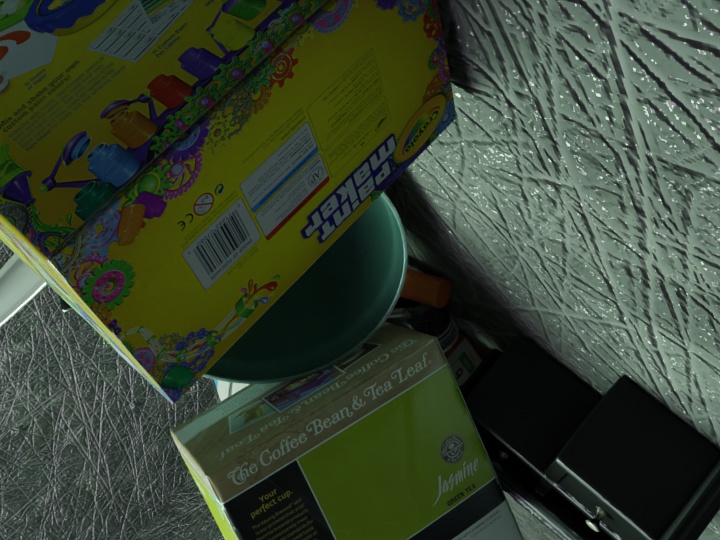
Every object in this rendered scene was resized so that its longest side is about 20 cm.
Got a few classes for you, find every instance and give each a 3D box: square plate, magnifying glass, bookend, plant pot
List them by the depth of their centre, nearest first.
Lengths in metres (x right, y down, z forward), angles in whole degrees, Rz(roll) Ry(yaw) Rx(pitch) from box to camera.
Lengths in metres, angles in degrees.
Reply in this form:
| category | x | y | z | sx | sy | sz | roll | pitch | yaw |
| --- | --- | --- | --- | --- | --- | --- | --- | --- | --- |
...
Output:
| category | x | y | z | sx | sy | sz | roll | pitch | yaw |
| --- | --- | --- | --- | --- | --- | --- | --- | --- | --- |
| square plate | -0.165 | -0.059 | 0.621 | 0.028 | 0.199 | 0.200 | 44 | 128 | -14 |
| plant pot | -0.076 | -0.034 | 0.699 | 0.201 | 0.199 | 0.135 | 50 | -167 | -36 |
| bookend | 0.157 | 0.132 | 0.706 | 0.198 | 0.092 | 0.200 | 40 | 168 | 15 |
| magnifying glass | 0.000 | 0.000 | 0.835 | 0.199 | 0.080 | 0.022 | 16 | 178 | 43 |

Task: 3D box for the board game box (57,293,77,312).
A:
| category | x | y | z | sx | sy | sz | roll | pitch | yaw |
| --- | --- | --- | --- | --- | --- | --- | --- | --- | --- |
| board game box | -0.215 | -0.027 | 0.806 | 0.200 | 0.028 | 0.137 | 28 | -134 | -79 |

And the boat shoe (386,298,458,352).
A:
| category | x | y | z | sx | sy | sz | roll | pitch | yaw |
| --- | --- | --- | --- | --- | --- | --- | --- | --- | --- |
| boat shoe | 0.004 | 0.026 | 0.885 | 0.199 | 0.074 | 0.068 | 22 | 147 | 50 |

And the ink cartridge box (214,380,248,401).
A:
| category | x | y | z | sx | sy | sz | roll | pitch | yaw |
| --- | --- | --- | --- | --- | --- | --- | --- | --- | --- |
| ink cartridge box | -0.056 | 0.113 | 0.903 | 0.145 | 0.085 | 0.200 | 4 | -157 | -20 |

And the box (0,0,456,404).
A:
| category | x | y | z | sx | sy | sz | roll | pitch | yaw |
| --- | --- | --- | --- | --- | --- | --- | --- | --- | --- |
| box | -0.095 | -0.087 | 0.439 | 0.192 | 0.200 | 0.122 | 36 | 162 | 30 |

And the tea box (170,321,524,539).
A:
| category | x | y | z | sx | sy | sz | roll | pitch | yaw |
| --- | --- | --- | --- | --- | --- | --- | --- | --- | --- |
| tea box | -0.011 | 0.172 | 0.738 | 0.133 | 0.199 | 0.198 | 13 | 129 | 67 |

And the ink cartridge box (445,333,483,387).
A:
| category | x | y | z | sx | sy | sz | roll | pitch | yaw |
| --- | --- | --- | --- | --- | --- | --- | --- | --- | --- |
| ink cartridge box | 0.091 | 0.100 | 0.931 | 0.199 | 0.050 | 0.109 | 28 | 161 | 48 |
